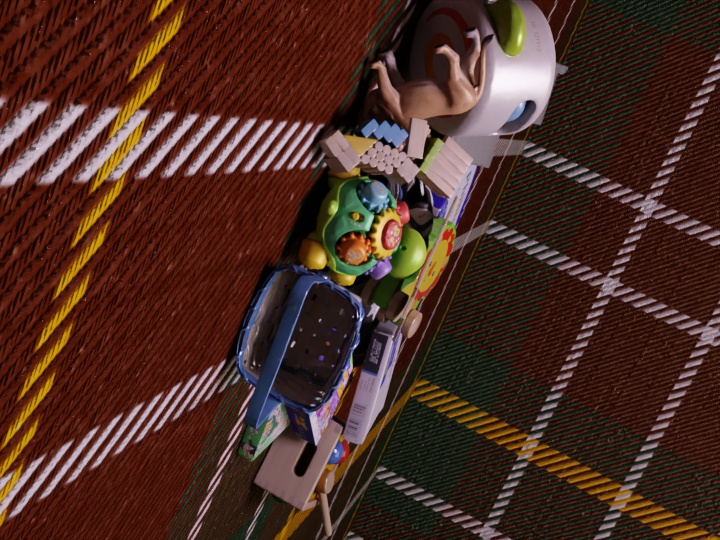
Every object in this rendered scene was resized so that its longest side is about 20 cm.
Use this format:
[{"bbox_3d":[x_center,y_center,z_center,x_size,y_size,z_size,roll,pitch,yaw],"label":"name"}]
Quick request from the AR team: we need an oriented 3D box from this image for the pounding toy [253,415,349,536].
[{"bbox_3d":[-0.085,0.355,1.661,0.202,0.141,0.184,-63,168,-5],"label":"pounding toy"}]

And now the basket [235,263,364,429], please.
[{"bbox_3d":[-0.077,0.086,1.111,0.200,0.137,0.179,-42,156,-82],"label":"basket"}]

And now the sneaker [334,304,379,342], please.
[{"bbox_3d":[0.008,0.058,1.654,0.200,0.080,0.087,-49,175,-26],"label":"sneaker"}]

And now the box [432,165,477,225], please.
[{"bbox_3d":[0.114,-0.119,1.627,0.201,0.104,0.185,-54,166,-41],"label":"box"}]

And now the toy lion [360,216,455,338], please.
[{"bbox_3d":[0.089,-0.001,1.477,0.193,0.068,0.200,-60,161,-6],"label":"toy lion"}]

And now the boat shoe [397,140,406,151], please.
[{"bbox_3d":[0.065,-0.177,1.307,0.067,0.073,0.200,-19,179,9],"label":"boat shoe"}]

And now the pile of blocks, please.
[{"bbox_3d":[0.037,-0.144,1.132,0.062,0.197,0.084,10,-91,64],"label":"pile of blocks"}]

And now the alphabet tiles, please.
[{"bbox_3d":[0.091,-0.002,1.322,0.167,0.006,0.202,107,8,-67],"label":"alphabet tiles"}]

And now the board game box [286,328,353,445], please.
[{"bbox_3d":[-0.063,0.188,1.498,0.136,0.044,0.201,-60,168,-20],"label":"board game box"}]

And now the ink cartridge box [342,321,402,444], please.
[{"bbox_3d":[0.029,0.178,1.646,0.200,0.046,0.201,-50,155,-77],"label":"ink cartridge box"}]

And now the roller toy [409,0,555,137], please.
[{"bbox_3d":[0.162,-0.272,1.238,0.138,0.200,0.185,-7,116,-30],"label":"roller toy"}]

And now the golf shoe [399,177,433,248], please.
[{"bbox_3d":[0.079,-0.112,1.414,0.201,0.071,0.093,-102,-156,-54],"label":"golf shoe"}]

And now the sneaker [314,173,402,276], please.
[{"bbox_3d":[-0.010,-0.072,1.298,0.201,0.070,0.083,-54,143,-30],"label":"sneaker"}]

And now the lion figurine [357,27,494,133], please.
[{"bbox_3d":[0.080,-0.213,1.143,0.073,0.197,0.124,-58,136,-54],"label":"lion figurine"}]

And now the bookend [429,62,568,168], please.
[{"bbox_3d":[0.196,-0.249,1.446,0.198,0.092,0.202,5,107,-39],"label":"bookend"}]

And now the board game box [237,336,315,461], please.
[{"bbox_3d":[-0.117,0.195,1.456,0.136,0.029,0.200,-68,168,20],"label":"board game box"}]

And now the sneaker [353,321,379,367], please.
[{"bbox_3d":[0.025,0.089,1.746,0.202,0.077,0.082,-63,170,-5],"label":"sneaker"}]

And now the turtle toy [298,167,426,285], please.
[{"bbox_3d":[0.014,-0.047,1.198,0.199,0.100,0.148,31,77,-56],"label":"turtle toy"}]

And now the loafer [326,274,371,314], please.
[{"bbox_3d":[0.000,0.000,1.441,0.201,0.074,0.070,-53,169,-42],"label":"loafer"}]
